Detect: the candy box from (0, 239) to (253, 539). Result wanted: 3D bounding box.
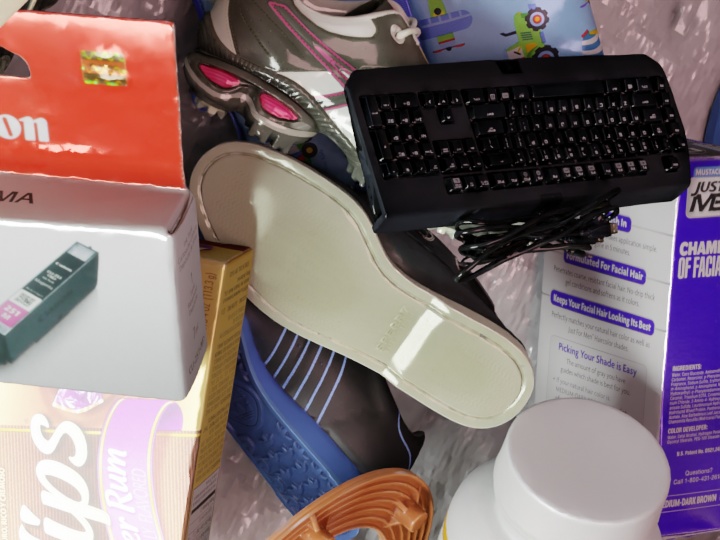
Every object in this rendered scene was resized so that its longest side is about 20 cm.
[{"bbox_3d":[-0.126,0.078,1.197,0.116,0.056,0.201,12,100,10],"label":"candy box"}]

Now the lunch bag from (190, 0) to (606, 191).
[{"bbox_3d":[0.007,-0.124,1.250,0.200,0.094,0.151,-21,111,-7],"label":"lunch bag"}]

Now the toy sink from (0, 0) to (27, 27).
[{"bbox_3d":[-0.180,-0.206,1.075,0.130,0.200,0.112,-45,129,-1],"label":"toy sink"}]

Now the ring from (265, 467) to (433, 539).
[{"bbox_3d":[-0.032,0.182,1.253,0.200,0.019,0.201,-39,153,-24],"label":"ring"}]

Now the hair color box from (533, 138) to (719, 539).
[{"bbox_3d":[0.149,0.030,1.323,0.065,0.109,0.201,-5,104,-32],"label":"hair color box"}]

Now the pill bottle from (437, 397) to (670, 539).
[{"bbox_3d":[0.089,0.162,1.275,0.112,0.113,0.200,-7,136,-24],"label":"pill bottle"}]

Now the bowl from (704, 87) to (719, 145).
[{"bbox_3d":[0.287,-0.064,1.412,0.200,0.039,0.201,-5,102,-25],"label":"bowl"}]

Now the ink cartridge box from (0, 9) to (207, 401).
[{"bbox_3d":[-0.172,-0.032,1.105,0.199,0.044,0.174,5,126,11],"label":"ink cartridge box"}]

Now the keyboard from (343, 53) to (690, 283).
[{"bbox_3d":[0.088,-0.054,1.177,0.200,0.040,0.104,-8,80,-36],"label":"keyboard"}]

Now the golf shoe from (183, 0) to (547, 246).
[{"bbox_3d":[0.016,-0.078,1.191,0.200,0.077,0.088,28,98,-12],"label":"golf shoe"}]

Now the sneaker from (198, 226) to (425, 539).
[{"bbox_3d":[-0.041,0.038,1.266,0.078,0.070,0.200,-45,110,-39],"label":"sneaker"}]

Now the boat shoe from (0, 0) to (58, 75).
[{"bbox_3d":[-0.172,-0.147,1.163,0.064,0.071,0.200,36,80,-48],"label":"boat shoe"}]

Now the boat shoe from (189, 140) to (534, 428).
[{"bbox_3d":[0.002,-0.002,1.230,0.199,0.066,0.075,32,109,-10],"label":"boat shoe"}]
